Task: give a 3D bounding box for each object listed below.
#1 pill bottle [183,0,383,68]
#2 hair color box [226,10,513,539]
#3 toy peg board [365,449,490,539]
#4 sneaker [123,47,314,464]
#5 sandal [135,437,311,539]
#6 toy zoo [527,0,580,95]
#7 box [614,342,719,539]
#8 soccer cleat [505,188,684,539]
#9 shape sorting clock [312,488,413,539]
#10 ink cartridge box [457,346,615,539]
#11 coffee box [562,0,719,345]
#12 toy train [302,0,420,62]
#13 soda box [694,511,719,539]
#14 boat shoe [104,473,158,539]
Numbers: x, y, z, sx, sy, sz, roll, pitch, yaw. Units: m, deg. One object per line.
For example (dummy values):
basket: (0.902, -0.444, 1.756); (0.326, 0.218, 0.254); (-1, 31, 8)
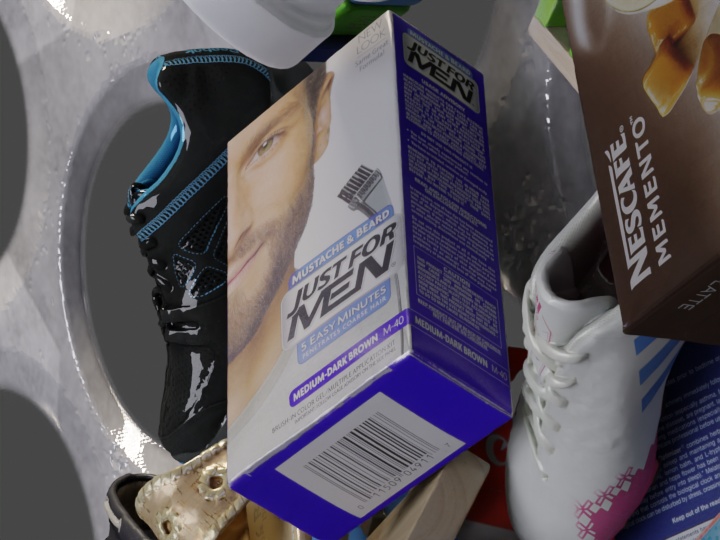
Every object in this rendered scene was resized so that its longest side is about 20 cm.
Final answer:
pill bottle: (0.009, -0.182, 1.161); (0.200, 0.116, 0.116); (-43, 58, 19)
hair color box: (0.000, 0.000, 1.188); (0.109, 0.065, 0.200); (-37, 35, 30)
toy peg board: (0.006, 0.208, 1.177); (0.098, 0.199, 0.200); (32, 149, -3)
sneaker: (-0.078, -0.008, 1.347); (0.073, 0.082, 0.200); (-154, 73, -71)
sandal: (-0.063, 0.099, 1.228); (0.212, 0.069, 0.078); (-89, 18, -47)
toy zoo: (0.141, -0.134, 1.122); (0.131, 0.020, 0.200); (54, 135, 35)
box: (0.152, 0.102, 1.126); (0.121, 0.032, 0.200); (-30, 72, 45)
soccer cleat: (0.086, 0.030, 1.106); (0.070, 0.086, 0.200); (42, 122, 37)
shape sorting clock: (-0.008, 0.038, 1.314); (0.200, 0.039, 0.200); (-175, 90, -69)
ink cartridge box: (0.062, 0.136, 1.254); (0.162, 0.050, 0.200); (8, 105, 53)
coffee box: (0.138, -0.085, 1.013); (0.114, 0.080, 0.200); (-42, 48, 49)
toy train: (-0.015, -0.205, 1.285); (0.116, 0.085, 0.200); (-29, 71, 42)
soda box: (0.197, 0.069, 1.008); (0.200, 0.068, 0.064); (-52, 53, 30)
boat shoe: (-0.072, 0.146, 1.428); (0.200, 0.074, 0.060); (17, 114, 61)
